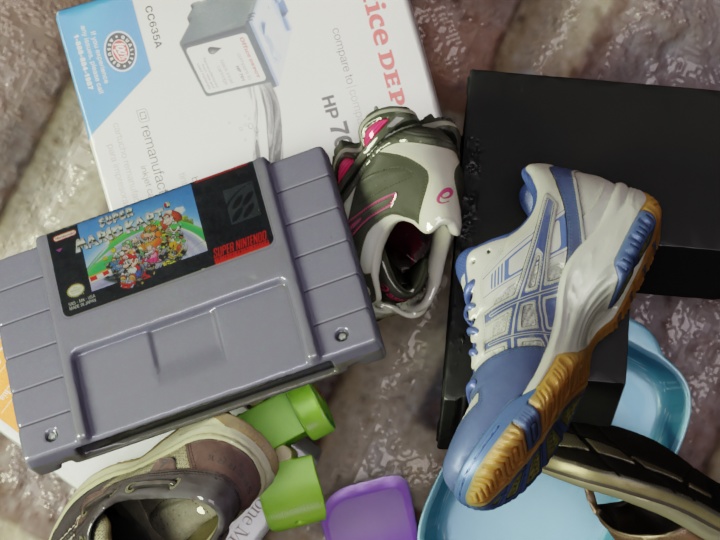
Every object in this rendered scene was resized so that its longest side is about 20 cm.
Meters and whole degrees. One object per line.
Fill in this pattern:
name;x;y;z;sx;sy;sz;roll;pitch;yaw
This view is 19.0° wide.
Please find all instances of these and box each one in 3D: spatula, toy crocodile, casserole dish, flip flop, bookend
spatula;0.022;0.223;1.280;0.056;0.021;0.201;-13;89;0
toy crocodile;-0.069;0.051;1.201;0.067;0.062;0.200;-28;83;3
casserole dish;0.114;0.118;1.271;0.121;0.039;0.201;26;89;2
flip flop;0.180;0.143;1.220;0.199;0.081;0.058;24;107;-3
bookend;0.150;0.001;1.215;0.199;0.092;0.199;4;68;2

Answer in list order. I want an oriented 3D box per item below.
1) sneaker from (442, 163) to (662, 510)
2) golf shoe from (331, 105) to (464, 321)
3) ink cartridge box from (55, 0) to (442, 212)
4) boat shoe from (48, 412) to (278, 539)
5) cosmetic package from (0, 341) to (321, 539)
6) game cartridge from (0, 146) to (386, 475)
sneaker;0.081;0.032;1.121;0.088;0.075;0.200;24;62;15
golf shoe;0.000;0.000;1.208;0.077;0.200;0.088;4;47;-23
ink cartridge box;-0.060;-0.107;1.257;0.199;0.086;0.147;-16;90;3
boat shoe;-0.123;0.145;1.178;0.072;0.065;0.200;48;130;-8
cosmetic package;-0.131;0.089;1.262;0.200;0.071;0.102;36;90;1
game cartridge;-0.097;0.018;1.151;0.199;0.038;0.130;-19;66;5
